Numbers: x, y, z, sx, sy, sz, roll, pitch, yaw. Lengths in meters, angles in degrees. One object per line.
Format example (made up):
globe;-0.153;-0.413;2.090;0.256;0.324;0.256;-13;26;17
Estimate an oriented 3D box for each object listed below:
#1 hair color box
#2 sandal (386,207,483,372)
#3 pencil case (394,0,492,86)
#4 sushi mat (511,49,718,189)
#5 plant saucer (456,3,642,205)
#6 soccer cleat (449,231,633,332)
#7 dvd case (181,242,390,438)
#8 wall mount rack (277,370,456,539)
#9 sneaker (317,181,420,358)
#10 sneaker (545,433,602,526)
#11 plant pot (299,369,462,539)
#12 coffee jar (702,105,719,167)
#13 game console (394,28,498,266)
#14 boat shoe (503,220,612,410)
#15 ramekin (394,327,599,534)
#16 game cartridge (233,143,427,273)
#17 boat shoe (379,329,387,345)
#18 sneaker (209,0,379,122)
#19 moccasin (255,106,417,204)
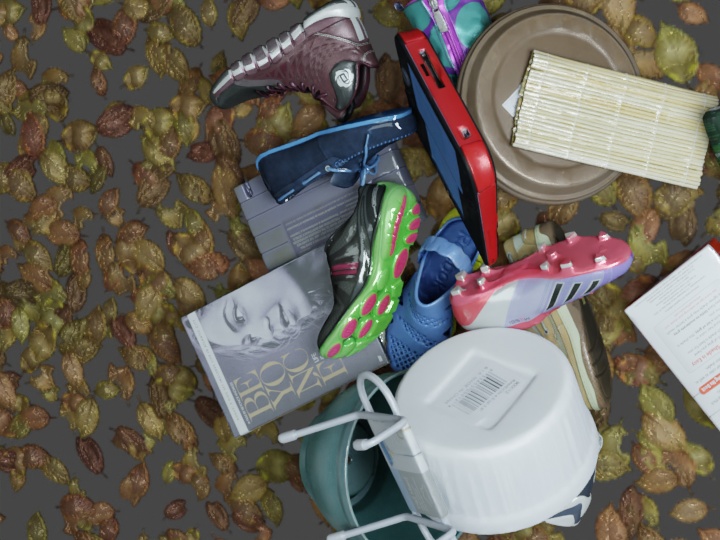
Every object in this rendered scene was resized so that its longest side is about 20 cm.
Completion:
hair color box;0.370;0.081;1.244;0.111;0.064;0.201;-40;82;22
sandal;0.074;0.027;1.342;0.079;0.087;0.202;24;109;14
pencil case;0.113;-0.202;1.282;0.084;0.092;0.202;-24;91;24
sushi mat;0.249;-0.147;1.222;0.198;0.012;0.097;12;90;-8
plant saucer;0.192;-0.166;1.237;0.198;0.029;0.203;0;89;-8
soccer cleat;0.183;0.018;1.251;0.198;0.067;0.077;-17;119;26
dvd case;-0.085;0.077;1.390;0.198;0.016;0.150;-27;85;12
wall mount rack;0.008;0.198;1.185;0.173;0.074;0.202;-7;109;63
sneaker;0.000;0.000;1.341;0.083;0.076;0.202;24;94;39
sneaker;0.165;0.187;1.294;0.197;0.080;0.131;15;109;-15
plant pot;0.017;0.207;1.353;0.133;0.199;0.203;-4;99;49
coffee jar;0.402;-0.071;1.186;0.103;0.085;0.202;-17;93;0
game console;0.085;-0.123;1.236;0.031;0.177;0.201;-20;59;-6
boat shoe;0.202;0.053;1.305;0.076;0.072;0.202;-20;80;22
ramekin;0.127;0.147;1.220;0.198;0.201;0.098;-3;128;22
game cartridge;-0.034;-0.074;1.397;0.198;0.038;0.131;-23;94;24
boat shoe;-0.060;0.102;1.424;0.199;0.062;0.075;-27;82;12
sneaker;-0.067;-0.200;1.366;0.199;0.076;0.116;-29;91;23
moccasin;-0.018;-0.121;1.334;0.199;0.080;0.069;-15;97;38
